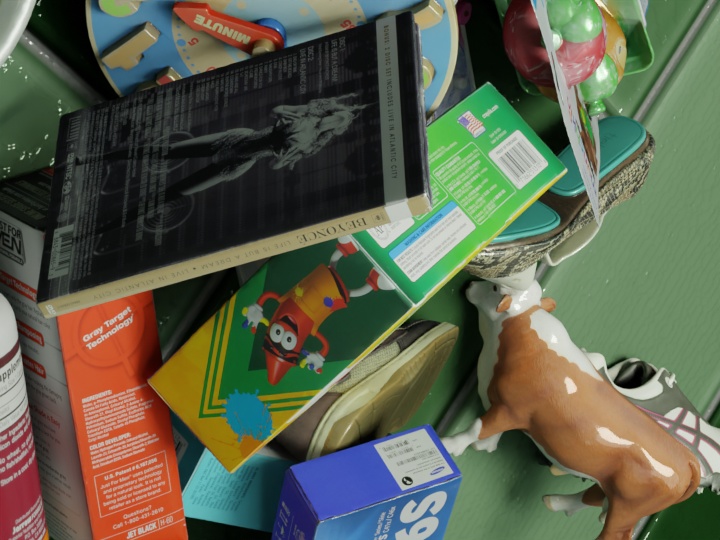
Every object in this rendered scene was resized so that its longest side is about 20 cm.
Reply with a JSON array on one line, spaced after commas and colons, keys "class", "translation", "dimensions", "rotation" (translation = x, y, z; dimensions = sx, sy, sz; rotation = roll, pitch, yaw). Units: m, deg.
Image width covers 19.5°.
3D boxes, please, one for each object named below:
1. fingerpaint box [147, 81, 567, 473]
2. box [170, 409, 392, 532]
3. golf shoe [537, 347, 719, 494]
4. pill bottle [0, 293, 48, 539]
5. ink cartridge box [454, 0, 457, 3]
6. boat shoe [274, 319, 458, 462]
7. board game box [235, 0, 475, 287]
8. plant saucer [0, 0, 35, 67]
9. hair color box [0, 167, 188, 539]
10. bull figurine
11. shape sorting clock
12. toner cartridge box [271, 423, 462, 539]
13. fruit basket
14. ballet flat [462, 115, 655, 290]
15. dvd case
[{"class": "fingerpaint box", "translation": [0.000, 0.000, 1.139], "dimensions": [0.073, 0.167, 0.200], "rotation": [48, 37, 2]}, {"class": "box", "translation": [-0.043, 0.121, 1.269], "dimensions": [0.200, 0.082, 0.049], "rotation": [17, 106, -40]}, {"class": "golf shoe", "translation": [0.216, 0.110, 1.481], "dimensions": [0.200, 0.077, 0.088], "rotation": [10, 91, -40]}, {"class": "pill bottle", "translation": [-0.229, 0.074, 1.092], "dimensions": [0.113, 0.113, 0.201], "rotation": [-19, 113, -33]}, {"class": "ink cartridge box", "translation": [0.001, -0.216, 1.187], "dimensions": [0.146, 0.083, 0.200], "rotation": [36, 79, -22]}, {"class": "boat shoe", "translation": [0.001, 0.065, 1.275], "dimensions": [0.201, 0.066, 0.072], "rotation": [-37, 154, -62]}, {"class": "board game box", "translation": [0.003, -0.066, 1.291], "dimensions": [0.200, 0.026, 0.200], "rotation": [-27, 118, -30]}, {"class": "plant saucer", "translation": [-0.254, -0.167, 1.042], "dimensions": [0.200, 0.050, 0.201], "rotation": [-12, 111, -35]}, {"class": "hair color box", "translation": [-0.154, 0.053, 1.152], "dimensions": [0.061, 0.101, 0.201], "rotation": [-19, 115, -29]}, {"class": "bull figurine", "translation": [0.126, 0.097, 1.374], "dimensions": [0.121, 0.200, 0.065], "rotation": [-49, 177, 27]}, {"class": "shape sorting clock", "translation": [-0.048, -0.126, 1.113], "dimensions": [0.200, 0.200, 0.039], "rotation": [53, 34, -35]}, {"class": "toner cartridge box", "translation": [-0.007, 0.180, 1.238], "dimensions": [0.095, 0.043, 0.200], "rotation": [-14, 141, -24]}, {"class": "fruit basket", "translation": [0.128, -0.153, 1.262], "dimensions": [0.093, 0.200, 0.186], "rotation": [-15, 119, 10]}, {"class": "ballet flat", "translation": [0.115, -0.030, 1.339], "dimensions": [0.200, 0.068, 0.075], "rotation": [-30, 135, -33]}, {"class": "dvd case", "translation": [-0.063, -0.055, 1.049], "dimensions": [0.199, 0.149, 0.016], "rotation": [-16, 130, 12]}]
